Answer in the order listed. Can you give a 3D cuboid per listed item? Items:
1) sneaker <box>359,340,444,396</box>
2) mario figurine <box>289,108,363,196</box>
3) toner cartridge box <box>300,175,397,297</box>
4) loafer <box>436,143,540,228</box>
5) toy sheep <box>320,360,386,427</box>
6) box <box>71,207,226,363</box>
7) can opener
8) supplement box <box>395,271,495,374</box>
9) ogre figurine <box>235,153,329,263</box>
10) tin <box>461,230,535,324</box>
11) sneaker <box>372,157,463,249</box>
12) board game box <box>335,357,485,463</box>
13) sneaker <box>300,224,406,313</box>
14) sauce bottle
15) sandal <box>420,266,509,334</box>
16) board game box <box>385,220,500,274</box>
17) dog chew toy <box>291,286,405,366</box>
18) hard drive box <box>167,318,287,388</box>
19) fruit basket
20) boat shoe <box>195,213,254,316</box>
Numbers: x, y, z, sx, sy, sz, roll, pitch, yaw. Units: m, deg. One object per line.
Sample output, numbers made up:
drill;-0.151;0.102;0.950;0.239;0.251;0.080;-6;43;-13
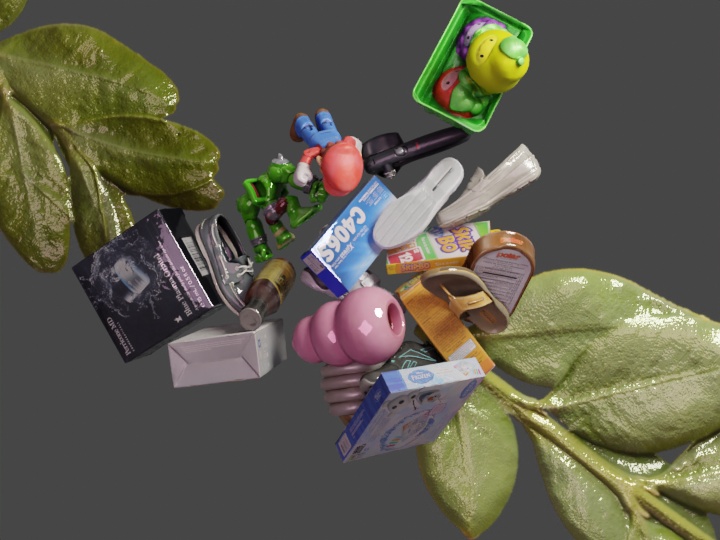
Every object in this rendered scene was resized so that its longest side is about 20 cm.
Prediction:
sneaker;0.066;0.166;1.654;0.075;0.198;0.080;-40;65;39
mario figurine;-0.056;-0.185;1.663;0.123;0.201;0.106;-39;131;9
toner cartridge box;-0.006;-0.059;1.661;0.095;0.043;0.201;45;57;-11
loafer;0.211;-0.141;1.680;0.198;0.070;0.071;-31;83;3
toy sheep;-0.007;0.185;1.707;0.135;0.138;0.205;-9;78;9
box;-0.369;0.025;1.757;0.198;0.117;0.199;-31;89;11
can opener;0.095;-0.211;1.692;0.196;0.063;0.080;-15;91;10
supplement box;0.143;0.099;1.679;0.069;0.067;0.201;-39;102;1
ogre figurine;-0.145;-0.116;1.716;0.121;0.097;0.200;53;142;7
tin;0.222;0.017;1.641;0.109;0.042;0.202;7;136;-10
sneaker;0.100;-0.104;1.670;0.199;0.071;0.073;-41;80;-11
board game box;0.080;0.229;1.625;0.044;0.196;0.201;61;139;31
sneaker;0.000;0.000;1.715;0.196;0.075;0.117;21;99;10
sauce bottle;-0.160;0.042;1.679;0.064;0.201;0.067;4;115;9
sandal;0.178;0.056;1.616;0.080;0.055;0.199;-29;129;31
board game box;0.143;-0.040;1.683;0.195;0.096;0.030;-4;127;8
dog chew toy;-0.026;0.100;1.619;0.197;0.124;0.127;-15;92;29
hard drive box;-0.223;0.139;1.698;0.152;0.200;0.079;-7;93;10
fruit basket;0.190;-0.332;1.583;0.153;0.216;0.219;27;98;6
boat shoe;-0.224;-0.007;1.746;0.061;0.072;0.203;-32;83;39
